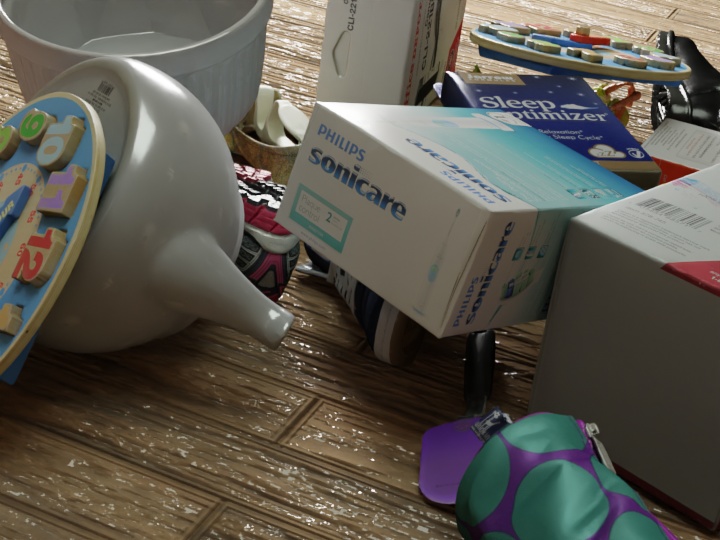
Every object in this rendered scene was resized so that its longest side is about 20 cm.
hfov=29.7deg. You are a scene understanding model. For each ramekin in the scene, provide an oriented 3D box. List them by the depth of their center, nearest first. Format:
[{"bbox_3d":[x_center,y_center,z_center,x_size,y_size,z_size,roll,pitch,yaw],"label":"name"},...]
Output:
[{"bbox_3d":[-0.161,-0.168,0.994,0.199,0.105,0.201,1,43,-1],"label":"ramekin"}]

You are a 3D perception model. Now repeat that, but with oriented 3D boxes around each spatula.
[{"bbox_3d":[0.070,0.082,0.838,0.056,0.021,0.200,-11,20,12],"label":"spatula"}]

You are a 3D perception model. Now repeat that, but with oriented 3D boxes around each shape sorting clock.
[{"bbox_3d":[-0.214,-0.014,0.779,0.039,0.200,0.200,33,8,-40],"label":"shape sorting clock"},{"bbox_3d":[0.197,-0.199,1.222,0.199,0.039,0.200,7,13,-2],"label":"shape sorting clock"}]

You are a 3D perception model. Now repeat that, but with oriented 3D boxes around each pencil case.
[{"bbox_3d":[0.129,0.148,0.657,0.085,0.092,0.200,43,0,-44],"label":"pencil case"}]

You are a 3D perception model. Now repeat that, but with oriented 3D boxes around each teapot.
[{"bbox_3d":[-0.145,-0.028,0.861,0.146,0.197,0.201,32,45,-41],"label":"teapot"}]

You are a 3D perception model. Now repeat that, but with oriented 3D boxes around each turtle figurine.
[{"bbox_3d":[0.186,-0.152,1.280,0.160,0.065,0.200,11,14,16],"label":"turtle figurine"}]

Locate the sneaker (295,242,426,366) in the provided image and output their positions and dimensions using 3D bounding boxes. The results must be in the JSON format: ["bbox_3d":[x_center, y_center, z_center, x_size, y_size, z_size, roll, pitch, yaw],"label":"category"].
[{"bbox_3d":[0.000,0.000,0.925,0.108,0.070,0.200,15,23,6],"label":"sneaker"}]

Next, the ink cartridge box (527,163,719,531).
[{"bbox_3d":[0.229,0.034,0.842,0.200,0.145,0.145,-20,37,-42],"label":"ink cartridge box"}]

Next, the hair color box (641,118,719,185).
[{"bbox_3d":[0.335,-0.062,1.149,0.199,0.064,0.111,18,27,20],"label":"hair color box"}]

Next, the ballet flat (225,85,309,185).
[{"bbox_3d":[-0.077,-0.118,1.136,0.070,0.071,0.200,-7,31,-27],"label":"ballet flat"}]

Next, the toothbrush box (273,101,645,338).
[{"bbox_3d":[0.071,-0.038,0.851,0.146,0.086,0.200,35,24,32],"label":"toothbrush box"}]

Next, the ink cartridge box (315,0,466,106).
[{"bbox_3d":[0.035,-0.228,1.292,0.083,0.145,0.200,16,28,15],"label":"ink cartridge box"}]

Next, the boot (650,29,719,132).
[{"bbox_3d":[0.369,-0.165,1.333,0.157,0.080,0.212,3,38,4],"label":"boot"}]

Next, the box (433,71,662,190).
[{"bbox_3d":[0.137,-0.114,1.053,0.121,0.033,0.200,0,31,-15],"label":"box"}]

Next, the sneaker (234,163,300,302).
[{"bbox_3d":[-0.099,-0.036,0.974,0.080,0.075,0.200,8,13,-22],"label":"sneaker"}]
